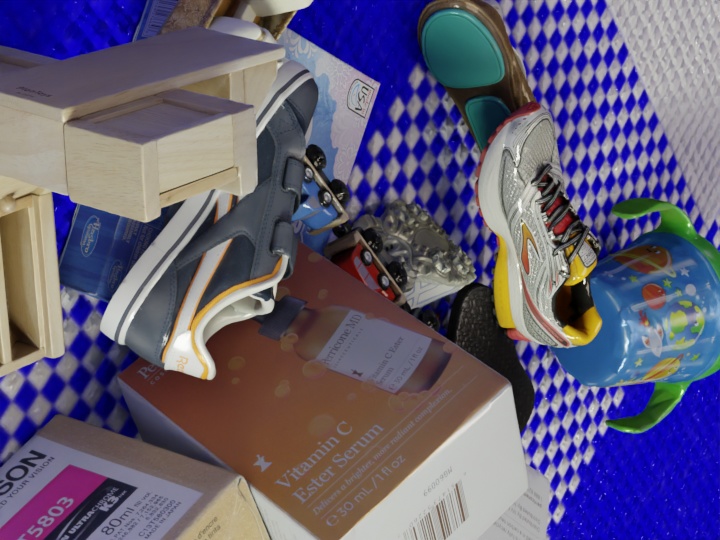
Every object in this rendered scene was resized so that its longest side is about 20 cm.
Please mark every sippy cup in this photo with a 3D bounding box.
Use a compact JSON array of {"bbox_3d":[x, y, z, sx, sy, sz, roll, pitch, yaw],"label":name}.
[{"bbox_3d":[0.233,0.040,1.567,0.129,0.139,0.179,-13,75,-39],"label":"sippy cup"}]

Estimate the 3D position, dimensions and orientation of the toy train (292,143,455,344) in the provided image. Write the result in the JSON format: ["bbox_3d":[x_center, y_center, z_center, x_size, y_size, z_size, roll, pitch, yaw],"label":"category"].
[{"bbox_3d":[0.000,0.000,1.179,0.201,0.034,0.046,55,41,-17],"label":"toy train"}]

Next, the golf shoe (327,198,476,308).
[{"bbox_3d":[0.011,0.007,1.318,0.097,0.079,0.199,-45,164,22],"label":"golf shoe"}]

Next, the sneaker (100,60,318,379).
[{"bbox_3d":[-0.067,-0.026,1.087,0.201,0.079,0.079,-57,174,-14],"label":"sneaker"}]

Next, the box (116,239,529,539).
[{"bbox_3d":[-0.022,0.098,1.115,0.152,0.199,0.107,-41,142,-22],"label":"box"}]

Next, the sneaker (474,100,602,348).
[{"bbox_3d":[0.142,-0.033,1.364,0.078,0.082,0.202,-37,128,-35],"label":"sneaker"}]

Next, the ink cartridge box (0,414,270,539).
[{"bbox_3d":[-0.172,0.184,1.037,0.200,0.164,0.076,-46,132,-34],"label":"ink cartridge box"}]

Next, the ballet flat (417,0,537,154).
[{"bbox_3d":[0.094,-0.154,1.364,0.200,0.067,0.073,54,40,-47],"label":"ballet flat"}]

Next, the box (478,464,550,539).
[{"bbox_3d":[0.023,0.205,1.271,0.199,0.130,0.202,39,51,-45],"label":"box"}]

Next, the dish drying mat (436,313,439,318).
[{"bbox_3d":[0.028,0.135,1.410,0.076,0.018,0.203,-14,113,-51],"label":"dish drying mat"}]

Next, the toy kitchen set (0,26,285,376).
[{"bbox_3d":[-0.125,-0.026,0.993,0.162,0.199,0.183,-24,121,-46],"label":"toy kitchen set"}]

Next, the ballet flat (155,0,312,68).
[{"bbox_3d":[-0.064,-0.152,1.074,0.071,0.065,0.201,44,68,-46],"label":"ballet flat"}]

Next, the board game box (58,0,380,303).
[{"bbox_3d":[-0.085,-0.060,1.168,0.198,0.043,0.202,23,84,-54],"label":"board game box"}]

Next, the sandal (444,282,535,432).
[{"bbox_3d":[0.093,0.075,1.461,0.075,0.045,0.201,-55,150,-18],"label":"sandal"}]
